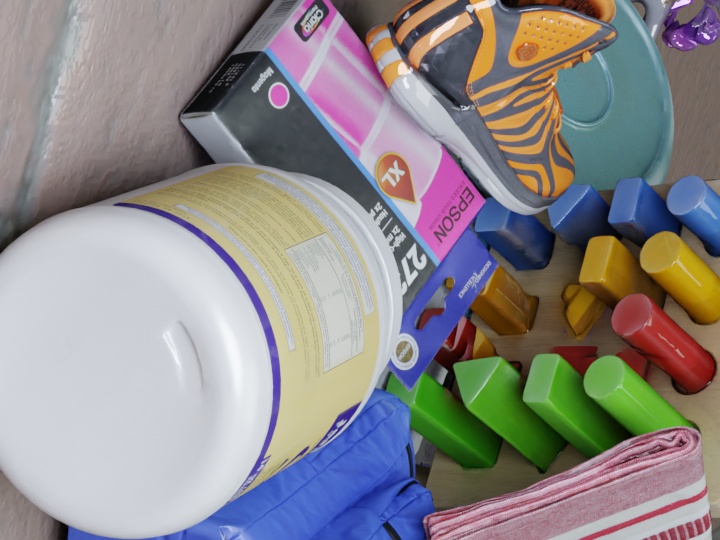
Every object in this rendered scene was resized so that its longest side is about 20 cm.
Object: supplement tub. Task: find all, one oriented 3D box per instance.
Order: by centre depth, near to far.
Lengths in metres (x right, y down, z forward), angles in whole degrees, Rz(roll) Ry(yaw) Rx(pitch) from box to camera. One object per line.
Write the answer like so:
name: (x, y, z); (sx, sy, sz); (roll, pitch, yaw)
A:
supplement tub: (-0.073, 0.029, 1.181); (0.200, 0.145, 0.146); (-24, 129, -65)

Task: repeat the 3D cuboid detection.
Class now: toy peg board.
toy peg board: (0.118, 0.025, 1.418); (0.098, 0.199, 0.200); (40, 57, -42)

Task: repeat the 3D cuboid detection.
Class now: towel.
towel: (0.113, 0.151, 1.345); (0.200, 0.143, 0.023); (72, -2, -59)

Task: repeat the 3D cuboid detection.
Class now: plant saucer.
plant saucer: (0.125, -0.115, 1.597); (0.199, 0.027, 0.201); (15, 66, -35)

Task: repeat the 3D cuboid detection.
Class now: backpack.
backpack: (-0.045, 0.145, 1.332); (0.200, 0.167, 0.163); (-44, 151, -55)

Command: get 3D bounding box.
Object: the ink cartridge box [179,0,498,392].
ink cartridge box: (0.000, -0.040, 1.322); (0.200, 0.037, 0.095); (52, 60, -27)

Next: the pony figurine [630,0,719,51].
pony figurine: (0.205, -0.204, 1.804); (0.200, 0.166, 0.193); (-53, 149, -10)

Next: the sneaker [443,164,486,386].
sneaker: (0.053, 0.007, 1.615); (0.081, 0.083, 0.201); (-43, 148, -55)

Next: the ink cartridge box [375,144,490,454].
ink cartridge box: (0.000, 0.000, 1.457); (0.200, 0.084, 0.145); (64, 45, -65)

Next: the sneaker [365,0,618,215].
sneaker: (0.094, -0.100, 1.352); (0.112, 0.078, 0.200); (-33, 153, 14)

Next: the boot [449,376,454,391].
boot: (0.151, 0.061, 1.593); (0.200, 0.138, 0.078); (132, -24, -60)

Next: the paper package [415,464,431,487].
paper package: (0.028, 0.214, 1.540); (0.103, 0.199, 0.192); (12, 94, -72)

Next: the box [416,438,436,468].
box: (0.095, 0.165, 1.687); (0.095, 0.199, 0.103); (10, 96, -70)

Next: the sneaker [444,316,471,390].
sneaker: (0.110, 0.025, 1.741); (0.075, 0.088, 0.201); (-39, -153, 59)
